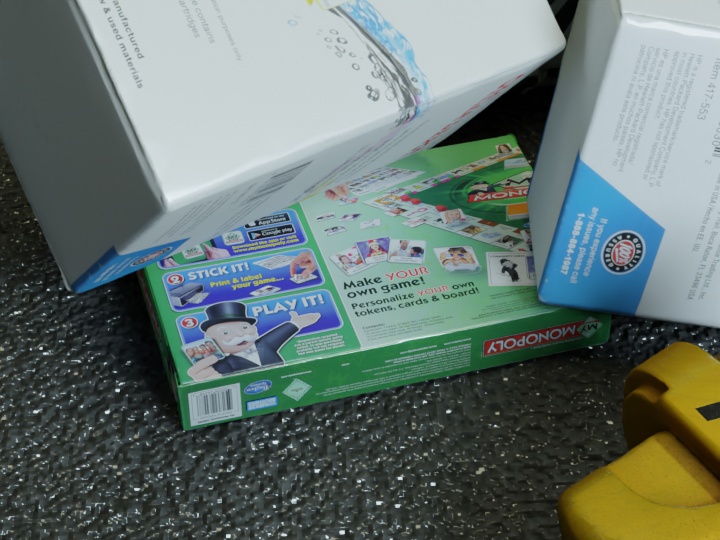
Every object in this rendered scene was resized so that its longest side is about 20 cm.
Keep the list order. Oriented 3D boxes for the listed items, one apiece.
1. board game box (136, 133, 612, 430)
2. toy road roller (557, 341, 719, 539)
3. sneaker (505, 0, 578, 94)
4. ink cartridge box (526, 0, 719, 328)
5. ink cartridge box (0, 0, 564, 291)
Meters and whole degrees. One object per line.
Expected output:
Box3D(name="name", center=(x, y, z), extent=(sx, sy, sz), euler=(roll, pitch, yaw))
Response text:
Box3D(name="board game box", center=(0.000, 0.000, 0.846), extent=(0.199, 0.029, 0.135), euler=(-10, 40, -12))
Box3D(name="toy road roller", center=(0.163, 0.106, 0.655), extent=(0.146, 0.123, 0.200), euler=(-31, 46, -12))
Box3D(name="sneaker", center=(0.079, -0.120, 0.960), extent=(0.200, 0.089, 0.074), euler=(-36, 21, -5))
Box3D(name="ink cartridge box", center=(0.185, -0.051, 0.791), extent=(0.199, 0.147, 0.086), euler=(8, 36, -7))
Box3D(name="ink cartridge box", center=(-0.048, -0.105, 0.786), extent=(0.199, 0.147, 0.145), euler=(-23, 86, -28))
